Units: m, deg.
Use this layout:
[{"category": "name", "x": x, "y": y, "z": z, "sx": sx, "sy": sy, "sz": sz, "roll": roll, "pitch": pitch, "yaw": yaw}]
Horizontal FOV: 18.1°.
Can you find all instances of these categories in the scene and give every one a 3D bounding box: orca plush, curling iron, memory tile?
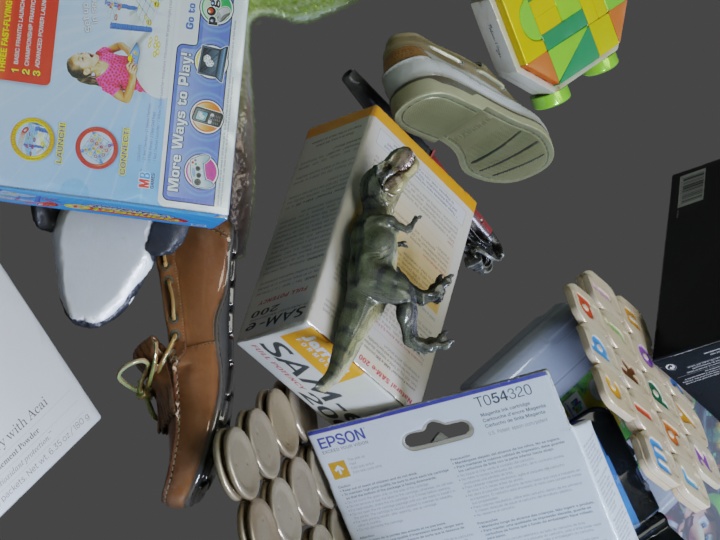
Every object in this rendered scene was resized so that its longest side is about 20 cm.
[{"category": "orca plush", "x": -0.167, "y": -0.060, "z": 1.529, "sx": 0.105, "sy": 0.071, "sz": 0.200, "roll": -6, "pitch": 83, "yaw": 2}, {"category": "curling iron", "x": 0.051, "y": -0.076, "z": 1.728, "sx": 0.200, "sy": 0.026, "sz": 0.050, "roll": 54, "pitch": 19, "yaw": -20}, {"category": "memory tile", "x": -0.050, "y": 0.160, "z": 1.557, "sx": 0.200, "sy": 0.017, "sz": 0.153, "roll": -36, "pitch": 109, "yaw": -72}]

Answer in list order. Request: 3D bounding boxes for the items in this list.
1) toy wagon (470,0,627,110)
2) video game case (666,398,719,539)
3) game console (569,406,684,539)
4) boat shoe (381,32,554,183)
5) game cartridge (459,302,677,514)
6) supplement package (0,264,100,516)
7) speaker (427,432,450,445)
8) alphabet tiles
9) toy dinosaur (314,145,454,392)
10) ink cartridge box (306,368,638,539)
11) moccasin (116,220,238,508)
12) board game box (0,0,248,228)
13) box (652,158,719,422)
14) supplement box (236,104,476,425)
[{"category": "toy wagon", "x": 0.167, "y": -0.230, "z": 1.844, "sx": 0.200, "sy": 0.040, "sz": 0.155, "roll": -35, "pitch": 110, "yaw": -38}, {"category": "video game case", "x": 0.258, "y": 0.175, "z": 1.908, "sx": 0.182, "sy": 0.023, "sz": 0.200, "roll": 3, "pitch": 85, "yaw": -43}, {"category": "game console", "x": 0.165, "y": 0.232, "z": 1.720, "sx": 0.200, "sy": 0.171, "sz": 0.118, "roll": -32, "pitch": 136, "yaw": -16}, {"category": "boat shoe", "x": 0.085, "y": -0.126, "z": 1.735, "sx": 0.200, "sy": 0.075, "sz": 0.068, "roll": 29, "pitch": 39, "yaw": -55}, {"category": "game cartridge", "x": 0.165, "y": 0.144, "z": 1.799, "sx": 0.133, "sy": 0.040, "sz": 0.200, "roll": -39, "pitch": 109, "yaw": -22}, {"category": "supplement package", "x": -0.276, "y": 0.049, "z": 1.363, "sx": 0.121, "sy": 0.120, "sz": 0.200, "roll": -46, "pitch": 116, "yaw": -34}, {"category": "speaker", "x": 0.119, "y": 0.207, "z": 1.671, "sx": 0.200, "sy": 0.081, "sz": 0.081, "roll": 33, "pitch": 58, "yaw": 7}, {"category": "alphabet tiles", "x": 0.224, "y": 0.095, "z": 1.801, "sx": 0.196, "sy": 0.015, "sz": 0.200, "roll": 36, "pitch": 30, "yaw": -46}, {"category": "toy dinosaur", "x": 0.022, "y": 0.015, "z": 1.557, "sx": 0.088, "sy": 0.047, "sz": 0.200, "roll": 28, "pitch": 56, "yaw": -23}, {"category": "ink cartridge box", "x": 0.087, "y": 0.173, "z": 1.601, "sx": 0.200, "sy": 0.196, "sz": 0.043, "roll": 68, "pitch": 27, "yaw": -12}, {"category": "moccasin", "x": -0.124, "y": 0.060, "z": 1.534, "sx": 0.078, "sy": 0.074, "sz": 0.202, "roll": 2, "pitch": 80, "yaw": -2}, {"category": "board game box", "x": -0.176, "y": -0.138, "z": 1.458, "sx": 0.196, "sy": 0.056, "sz": 0.200, "roll": 8, "pitch": 81, "yaw": -14}, {"category": "box", "x": 0.324, "y": 0.023, "z": 1.912, "sx": 0.141, "sy": 0.079, "sz": 0.200, "roll": 41, "pitch": 45, "yaw": -35}, {"category": "supplement box", "x": 0.000, "y": 0.000, "z": 1.629, "sx": 0.126, "sy": 0.073, "sz": 0.200, "roll": 43, "pitch": 48, "yaw": -32}]
